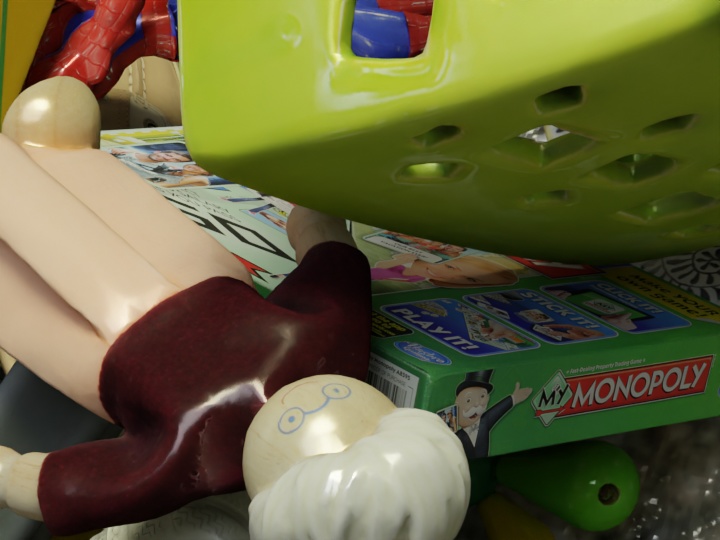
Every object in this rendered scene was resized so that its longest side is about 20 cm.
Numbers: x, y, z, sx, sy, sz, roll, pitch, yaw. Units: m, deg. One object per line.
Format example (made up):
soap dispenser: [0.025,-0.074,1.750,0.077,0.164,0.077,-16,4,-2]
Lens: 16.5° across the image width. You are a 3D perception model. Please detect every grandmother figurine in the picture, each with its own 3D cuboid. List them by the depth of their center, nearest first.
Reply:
grandmother figurine: [-0.047,0.021,0.619,0.121,0.061,0.200,-45,45,-12]

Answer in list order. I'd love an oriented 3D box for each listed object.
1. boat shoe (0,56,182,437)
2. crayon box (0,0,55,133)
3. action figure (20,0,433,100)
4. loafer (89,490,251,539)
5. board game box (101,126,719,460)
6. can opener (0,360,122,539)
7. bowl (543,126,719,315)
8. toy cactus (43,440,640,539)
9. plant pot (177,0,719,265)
boat shoe: [-0.095,-0.032,0.837,0.071,0.065,0.200,-16,57,9]
crayon box: [-0.165,-0.068,0.763,0.125,0.052,0.201,15,81,33]
action figure: [-0.051,-0.106,0.804,0.199,0.099,0.065,-13,19,-15]
loafer: [0.004,0.133,0.665,0.070,0.200,0.070,-33,12,34]
board game box: [0.000,0.000,0.732,0.200,0.134,0.029,27,115,43]
can opener: [-0.113,0.100,0.715,0.066,0.053,0.200,30,97,5]
bowl: [0.157,-0.077,0.744,0.200,0.094,0.201,-7,80,43]
toy cactus: [-0.023,0.065,0.752,0.200,0.102,0.165,-26,46,14]
plant pot: [0.085,-0.114,0.624,0.181,0.200,0.200,-6,80,36]
